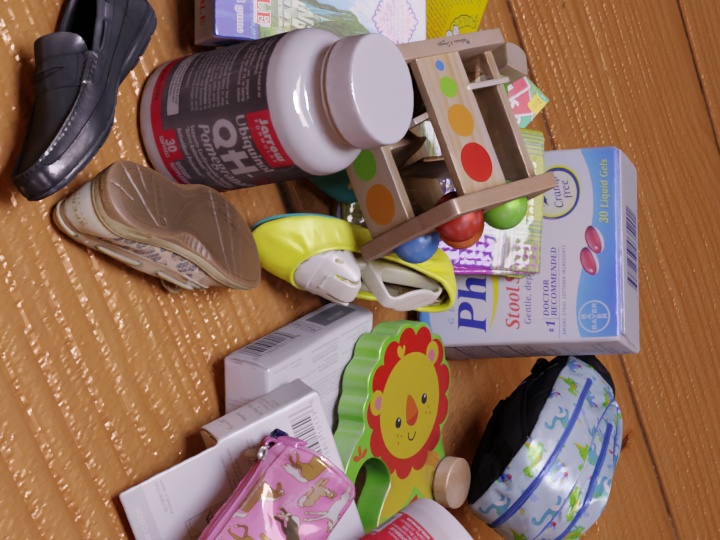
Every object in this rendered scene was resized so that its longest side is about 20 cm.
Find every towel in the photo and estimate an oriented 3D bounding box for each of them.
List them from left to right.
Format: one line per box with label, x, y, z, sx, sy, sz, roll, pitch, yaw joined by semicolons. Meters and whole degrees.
towel;0.070;-0.069;1.368;0.198;0.023;0.145;3;88;-13

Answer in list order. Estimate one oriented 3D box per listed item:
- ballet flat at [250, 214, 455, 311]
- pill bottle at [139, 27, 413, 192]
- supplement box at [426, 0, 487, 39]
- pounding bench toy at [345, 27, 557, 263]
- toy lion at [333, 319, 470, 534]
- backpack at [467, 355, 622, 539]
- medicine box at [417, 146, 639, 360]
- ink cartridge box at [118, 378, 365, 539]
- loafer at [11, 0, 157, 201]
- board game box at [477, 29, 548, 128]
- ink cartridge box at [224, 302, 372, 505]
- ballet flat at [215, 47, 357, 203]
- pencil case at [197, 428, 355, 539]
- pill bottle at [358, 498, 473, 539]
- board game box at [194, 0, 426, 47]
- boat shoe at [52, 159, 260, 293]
ballet flat;0.000;0.000;1.270;0.199;0.067;0.067;10;43;-33
pill bottle;-0.062;-0.123;1.146;0.110;0.199;0.112;12;74;-53
supplement box;0.043;-0.256;1.400;0.110;0.108;0.201;50;47;-36
pounding bench toy;0.087;-0.102;1.253;0.199;0.124;0.157;-17;84;-41
toy lion;0.023;0.149;1.307;0.200;0.068;0.193;-44;130;-45
backpack;0.172;0.178;1.426;0.154;0.163;0.200;48;21;11
medicine box;0.162;-0.013;1.448;0.103;0.198;0.184;26;62;-67
ink cartridge box;-0.085;0.212;1.174;0.172;0.043;0.202;-25;111;-20
loafer;-0.205;-0.135;1.062;0.070;0.068;0.202;44;45;-32
board game box;0.078;-0.120;1.400;0.096;0.030;0.200;44;79;-8
ink cartridge box;-0.051;0.144;1.276;0.162;0.057;0.202;-27;127;-54
ballet flat;-0.049;-0.142;1.288;0.200;0.066;0.067;45;36;-34
pencil case;-0.090;0.213;1.096;0.201;0.086;0.083;-54;175;-11
pill bottle;0.001;0.272;1.144;0.199;0.112;0.113;-33;116;-17
board game box;-0.038;-0.277;1.222;0.198;0.041;0.202;0;89;-31
boat shoe;-0.147;-0.028;1.142;0.200;0.062;0.074;31;45;-53
